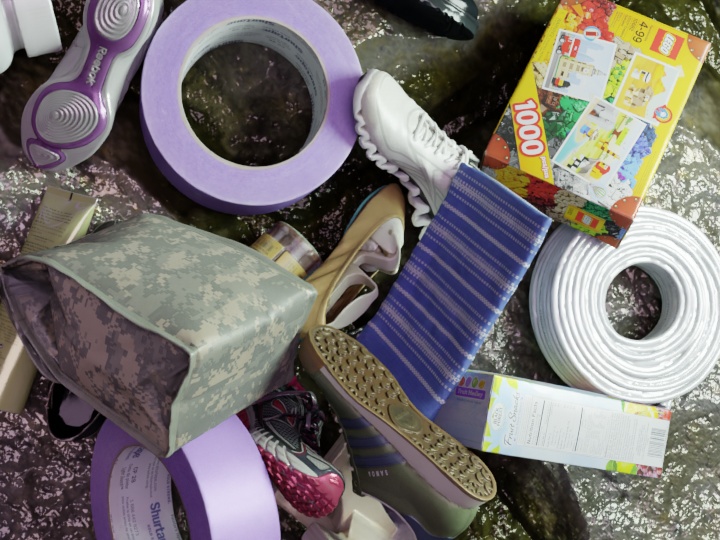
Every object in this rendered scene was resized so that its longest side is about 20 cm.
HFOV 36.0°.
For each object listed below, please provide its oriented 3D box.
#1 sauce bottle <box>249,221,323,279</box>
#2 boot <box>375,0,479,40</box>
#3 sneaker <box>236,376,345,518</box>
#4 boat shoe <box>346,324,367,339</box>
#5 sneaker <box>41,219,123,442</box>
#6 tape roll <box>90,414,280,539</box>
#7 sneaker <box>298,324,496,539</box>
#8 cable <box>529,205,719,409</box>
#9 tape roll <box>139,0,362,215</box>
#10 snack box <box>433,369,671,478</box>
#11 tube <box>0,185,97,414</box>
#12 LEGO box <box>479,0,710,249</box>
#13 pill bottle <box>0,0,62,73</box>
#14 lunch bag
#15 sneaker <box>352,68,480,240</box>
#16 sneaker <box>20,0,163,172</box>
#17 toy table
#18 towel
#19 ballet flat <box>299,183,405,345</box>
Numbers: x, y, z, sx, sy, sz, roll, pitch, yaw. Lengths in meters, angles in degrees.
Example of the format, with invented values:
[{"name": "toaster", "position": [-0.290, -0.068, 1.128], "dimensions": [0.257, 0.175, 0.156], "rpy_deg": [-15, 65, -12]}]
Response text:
[{"name": "sauce bottle", "position": [-0.123, 0.043, 1.007], "dimensions": [0.200, 0.065, 0.065], "rpy_deg": [-44, 96, -10]}, {"name": "boot", "position": [0.053, -0.335, 1.058], "dimensions": [0.200, 0.076, 0.169], "rpy_deg": [27, 86, -3]}, {"name": "sneaker", "position": [-0.059, 0.139, 0.946], "dimensions": [0.075, 0.200, 0.081], "rpy_deg": [-35, 115, -10]}, {"name": "boat shoe", "position": [0.066, 0.025, 1.051], "dimensions": [0.200, 0.070, 0.066], "rpy_deg": [-38, 97, -4]}, {"name": "sneaker", "position": [-0.224, 0.052, 0.962], "dimensions": [0.074, 0.106, 0.201], "rpy_deg": [12, 85, -11]}, {"name": "tape roll", "position": [-0.150, 0.205, 0.920], "dimensions": [0.065, 0.200, 0.201], "rpy_deg": [-9, 89, -39]}, {"name": "sneaker", "position": [0.010, 0.140, 0.888], "dimensions": [0.200, 0.067, 0.090], "rpy_deg": [42, 118, 20]}, {"name": "cable", "position": [0.264, 0.034, 1.087], "dimensions": [0.199, 0.069, 0.201], "rpy_deg": [28, 82, -9]}, {"name": "tape roll", "position": [-0.101, -0.154, 1.012], "dimensions": [0.199, 0.085, 0.201], "rpy_deg": [1, 86, -12]}, {"name": "snack box", "position": [0.141, 0.129, 0.980], "dimensions": [0.199, 0.168, 0.068], "rpy_deg": [12, 84, -30]}, {"name": "tube", "position": [-0.286, 0.024, 0.976], "dimensions": [0.058, 0.052, 0.201], "rpy_deg": [18, 85, -1]}, {"name": "LEGO box", "position": [0.219, -0.145, 1.049], "dimensions": [0.148, 0.077, 0.201], "rpy_deg": [24, 72, 9]}, {"name": "pill bottle", "position": [-0.364, -0.212, 0.945], "dimensions": [0.199, 0.110, 0.110], "rpy_deg": [-14, 90, -13]}, {"name": "lunch bag", "position": [-0.167, 0.034, 0.889], "dimensions": [0.200, 0.164, 0.118], "rpy_deg": [31, 121, 21]}, {"name": "sneaker", "position": [0.064, -0.104, 1.008], "dimensions": [0.200, 0.081, 0.075], "rpy_deg": [53, 49, -33]}, {"name": "sneaker", "position": [-0.230, -0.174, 0.992], "dimensions": [0.075, 0.100, 0.200], "rpy_deg": [34, 104, -4]}, {"name": "toy table", "position": [-0.021, 0.240, 0.971], "dimensions": [0.117, 0.184, 0.200], "rpy_deg": [38, 74, -23]}, {"name": "towel", "position": [0.071, 0.016, 0.939], "dimensions": [0.024, 0.145, 0.200], "rpy_deg": [23, 102, -31]}, {"name": "ballet flat", "position": [0.000, 0.000, 1.011], "dimensions": [0.063, 0.069, 0.200], "rpy_deg": [23, 57, 27]}]
